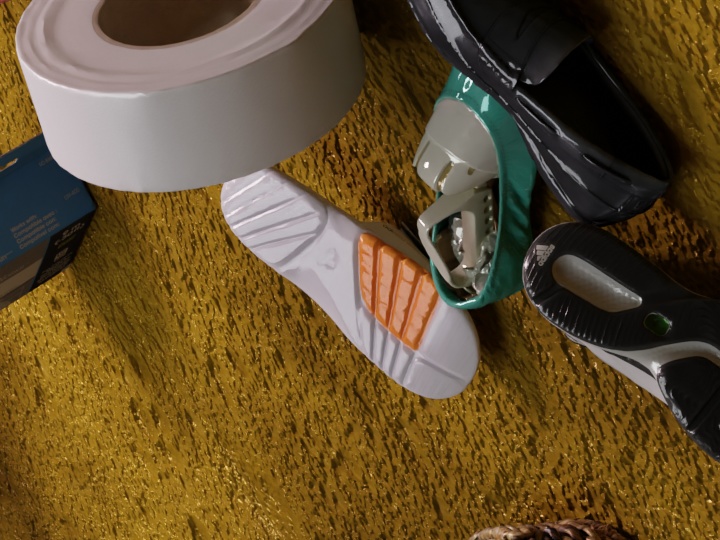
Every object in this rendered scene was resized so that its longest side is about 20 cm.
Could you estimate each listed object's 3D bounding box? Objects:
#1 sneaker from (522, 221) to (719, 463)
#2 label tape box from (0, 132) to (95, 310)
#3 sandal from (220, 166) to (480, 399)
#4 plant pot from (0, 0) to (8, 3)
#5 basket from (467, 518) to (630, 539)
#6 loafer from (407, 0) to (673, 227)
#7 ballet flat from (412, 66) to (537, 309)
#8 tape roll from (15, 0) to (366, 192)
[{"bbox_3d":[0.177,0.041,1.235,0.200,0.076,0.115,38,-177,3],"label":"sneaker"},{"bbox_3d":[-0.296,-0.026,1.850,0.063,0.144,0.200,52,154,7],"label":"label tape box"},{"bbox_3d":[0.004,-0.006,1.459,0.207,0.059,0.079,41,123,9],"label":"sandal"},{"bbox_3d":[-0.246,-0.287,1.439,0.201,0.201,0.196,10,137,56],"label":"plant pot"},{"bbox_3d":[0.145,0.242,1.502,0.200,0.148,0.143,118,148,-61],"label":"basket"},{"bbox_3d":[0.094,-0.114,1.182,0.201,0.068,0.070,53,147,-5],"label":"loafer"},{"bbox_3d":[0.065,-0.050,1.294,0.067,0.070,0.200,37,148,34],"label":"ballet flat"},{"bbox_3d":[-0.100,-0.132,1.336,0.202,0.202,0.071,28,143,44],"label":"tape roll"}]
